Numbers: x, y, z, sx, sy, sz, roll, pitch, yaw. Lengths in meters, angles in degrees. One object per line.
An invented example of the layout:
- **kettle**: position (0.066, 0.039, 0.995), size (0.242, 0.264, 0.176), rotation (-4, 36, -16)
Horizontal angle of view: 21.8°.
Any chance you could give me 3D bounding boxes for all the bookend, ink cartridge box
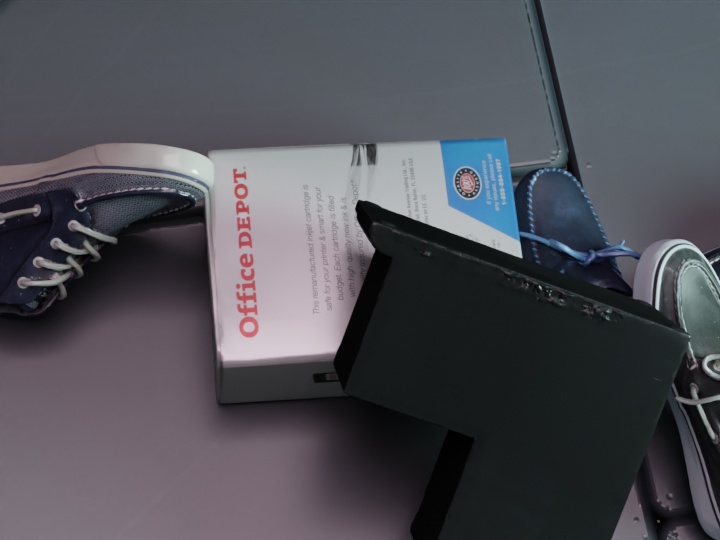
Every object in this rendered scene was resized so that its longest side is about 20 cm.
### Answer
- **bookend**: position (0.061, 0.089, 1.104), size (0.197, 0.092, 0.201), rotation (19, 97, -9)
- **ink cartridge box**: position (0.000, 0.000, 1.198), size (0.198, 0.084, 0.147), rotation (-3, 69, -7)

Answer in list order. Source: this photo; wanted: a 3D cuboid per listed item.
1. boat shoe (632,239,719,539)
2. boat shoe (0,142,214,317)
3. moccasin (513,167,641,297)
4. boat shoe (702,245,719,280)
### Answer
- **boat shoe**: position (0.228, 0.076, 1.163), size (0.073, 0.068, 0.201), rotation (-12, 90, -30)
- **boat shoe**: position (-0.180, -0.020, 1.167), size (0.199, 0.075, 0.094), rotation (-7, 70, 31)
- **moccasin**: position (0.154, 0.020, 1.211), size (0.080, 0.068, 0.201), rotation (-13, 73, -18)
- **boat shoe**: position (0.281, -0.007, 1.225), size (0.199, 0.091, 0.071), rotation (-21, 72, -13)
